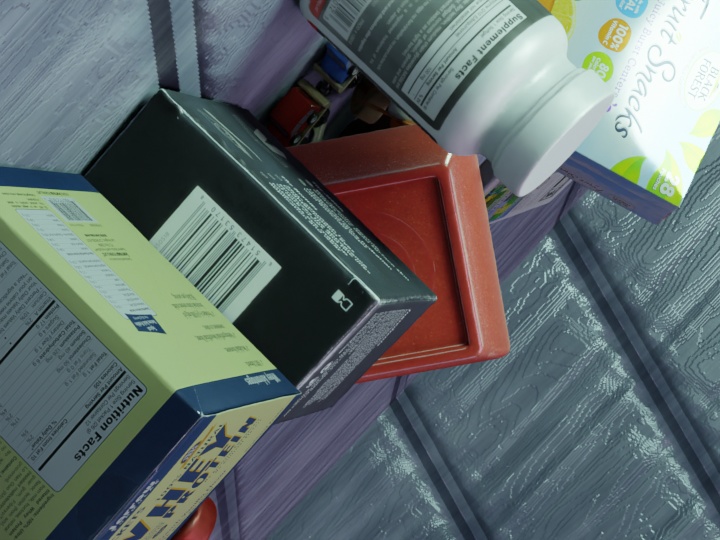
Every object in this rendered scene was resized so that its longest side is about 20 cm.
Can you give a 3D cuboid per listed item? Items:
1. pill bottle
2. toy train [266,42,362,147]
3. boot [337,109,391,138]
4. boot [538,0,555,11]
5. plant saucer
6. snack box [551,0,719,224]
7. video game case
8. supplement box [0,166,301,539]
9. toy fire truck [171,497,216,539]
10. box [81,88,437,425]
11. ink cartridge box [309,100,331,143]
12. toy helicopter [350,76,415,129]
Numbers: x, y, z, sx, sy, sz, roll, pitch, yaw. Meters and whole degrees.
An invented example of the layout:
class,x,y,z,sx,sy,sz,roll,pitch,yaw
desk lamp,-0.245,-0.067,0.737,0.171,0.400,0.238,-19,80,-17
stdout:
class,x,y,z,sx,sy,sz,roll,pitch,yaw
pill bottle,0.065,-0.150,1.366,0.116,0.200,0.116,-45,171,-9
toy train,-0.048,-0.115,1.525,0.200,0.034,0.046,-49,160,11
boot,0.023,-0.058,1.674,0.072,0.201,0.167,14,132,-30
boot,0.128,-0.259,1.411,0.144,0.070,0.202,130,-27,-63
plant saucer,0.000,0.000,1.514,0.199,0.201,0.037,-10,-156,5
snack box,0.200,-0.163,1.543,0.201,0.168,0.068,-62,-177,-13
video game case,0.160,-0.103,1.696,0.182,0.022,0.200,-21,161,-49
supplement box,-0.170,0.056,1.182,0.134,0.200,0.200,-48,170,10
toy fire truck,-0.160,0.130,1.655,0.168,0.112,0.200,-51,-152,-9
box,-0.071,-0.008,1.361,0.117,0.197,0.200,-47,171,9
ink cartridge box,-0.078,-0.034,1.632,0.200,0.059,0.104,-44,170,-17
toy helicopter,0.040,-0.147,1.566,0.200,0.079,0.133,-27,-134,63
